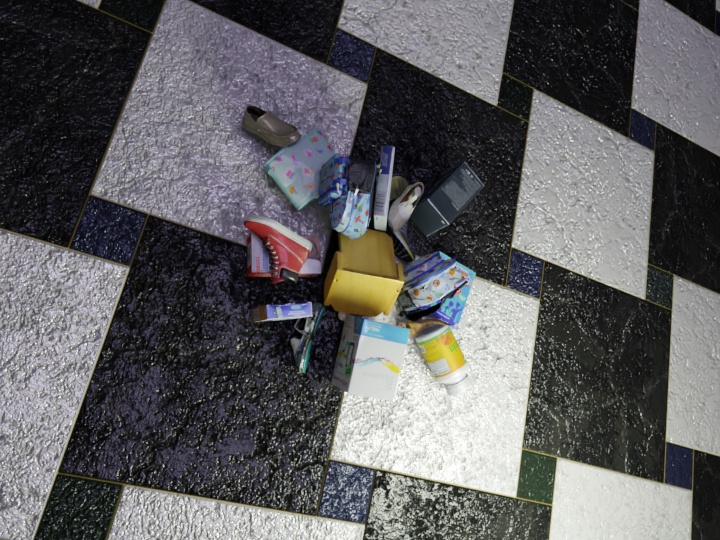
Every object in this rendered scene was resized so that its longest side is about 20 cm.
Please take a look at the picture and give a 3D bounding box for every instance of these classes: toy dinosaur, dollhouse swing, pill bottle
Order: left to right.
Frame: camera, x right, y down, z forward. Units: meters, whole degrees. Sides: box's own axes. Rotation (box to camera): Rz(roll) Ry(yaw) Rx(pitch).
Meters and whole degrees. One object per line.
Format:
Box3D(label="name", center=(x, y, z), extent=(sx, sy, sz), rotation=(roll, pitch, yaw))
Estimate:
Box3D(label="dollhouse swing", center=(0.000, 0.000, 1.506), extent=(0.198, 0.183, 0.177), rotation=(9, 35, -20))
Box3D(label="toy dinosaur", center=(0.174, 0.163, 1.575), extent=(0.198, 0.060, 0.107), rotation=(-22, 57, 12))
Box3D(label="pill bottle", center=(0.257, 0.268, 1.583), extent=(0.110, 0.111, 0.201), rotation=(-27, 91, -25))

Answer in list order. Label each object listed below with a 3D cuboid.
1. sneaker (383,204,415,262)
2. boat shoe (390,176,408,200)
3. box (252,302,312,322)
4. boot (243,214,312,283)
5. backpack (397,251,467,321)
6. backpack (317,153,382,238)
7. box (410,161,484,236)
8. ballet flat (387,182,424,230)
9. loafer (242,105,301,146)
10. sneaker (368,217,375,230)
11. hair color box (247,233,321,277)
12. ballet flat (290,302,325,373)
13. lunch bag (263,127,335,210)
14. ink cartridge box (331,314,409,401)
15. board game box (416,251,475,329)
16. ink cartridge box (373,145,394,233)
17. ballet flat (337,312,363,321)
Box3D(label="sneaker", center=(0.123, -0.121, 1.629), extent=(0.081, 0.074, 0.201), rotation=(-30, 94, -29))
Box3D(label="boat shoe", center=(0.073, -0.247, 1.627), extent=(0.199, 0.068, 0.076), rotation=(-24, 107, -47))
Box3D(label="box", center=(-0.205, 0.110, 1.371), extent=(0.118, 0.200, 0.042), rotation=(-3, 86, -23))
Box3D(label="boot", center=(-0.239, -0.050, 1.394), extent=(0.199, 0.072, 0.145), rotation=(29, 70, -18))
Box3D(label="backpack", center=(0.204, 0.031, 1.509), extent=(0.200, 0.190, 0.155), rotation=(-37, 102, -29))
Box3D(label="backpack", center=(-0.038, -0.191, 1.408), extent=(0.133, 0.182, 0.202), rotation=(8, 87, -21))
Box3D(label="box", center=(0.268, -0.225, 1.666), extent=(0.107, 0.148, 0.200), rotation=(47, 66, -7))
Box3D(label="ballet flat", center=(0.141, -0.206, 1.603), extent=(0.067, 0.062, 0.201), rotation=(42, 51, -18))
Box3D(label="loafer", center=(-0.257, -0.409, 1.475), extent=(0.199, 0.069, 0.076), rotation=(23, 54, 20))
Box3D(label="sneaker", center=(0.017, -0.061, 1.578), extent=(0.090, 0.076, 0.202), rotation=(20, 82, -25))
Box3D(label="hair color box", center=(-0.214, -0.040, 1.473), extent=(0.198, 0.064, 0.112), rotation=(1, 78, -24))
Box3D(label="ballet flat", center=(-0.158, 0.183, 1.459), extent=(0.074, 0.074, 0.202), rotation=(24, 70, -17))
Box3D(label="lunch bag", center=(-0.162, -0.285, 1.514), extent=(0.200, 0.122, 0.171), rotation=(-40, 97, -30))
Box3D(label="ink cartridge box", center=(0.025, 0.240, 1.454), extent=(0.145, 0.146, 0.202), rotation=(15, 84, -21))
Box3D(label="board game box", center=(0.269, 0.063, 1.666), extent=(0.151, 0.045, 0.201), rotation=(28, 70, -15))
Box3D(label="ink cartridge box", center=(0.065, -0.223, 1.488), extent=(0.043, 0.200, 0.199), rotation=(6, 80, 1))
Box3D(label="ballet flat", center=(0.021, 0.097, 1.547), extent=(0.199, 0.057, 0.067), rotation=(-21, 88, -24))
